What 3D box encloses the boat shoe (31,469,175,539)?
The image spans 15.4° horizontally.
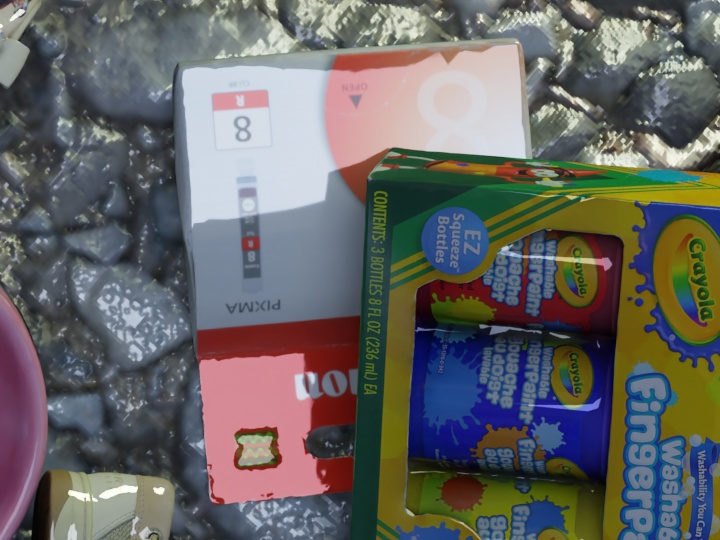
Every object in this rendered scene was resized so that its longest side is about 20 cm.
[{"bbox_3d":[-0.114,0.187,1.156,0.065,0.072,0.201,3,95,-16],"label":"boat shoe"}]

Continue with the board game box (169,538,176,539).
[{"bbox_3d":[-0.024,0.202,1.219,0.199,0.032,0.121,16,91,-8],"label":"board game box"}]

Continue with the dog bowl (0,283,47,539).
[{"bbox_3d":[-0.221,0.065,1.129,0.199,0.074,0.201,-6,102,-30],"label":"dog bowl"}]

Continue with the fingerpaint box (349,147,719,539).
[{"bbox_3d":[0.083,0.056,1.168,0.166,0.073,0.201,6,104,9],"label":"fingerpaint box"}]

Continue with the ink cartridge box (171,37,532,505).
[{"bbox_3d":[0.000,0.000,1.214,0.161,0.050,0.201,-5,87,-8],"label":"ink cartridge box"}]

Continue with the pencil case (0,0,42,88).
[{"bbox_3d":[-0.227,-0.146,1.162,0.200,0.089,0.078,42,83,-7],"label":"pencil case"}]
